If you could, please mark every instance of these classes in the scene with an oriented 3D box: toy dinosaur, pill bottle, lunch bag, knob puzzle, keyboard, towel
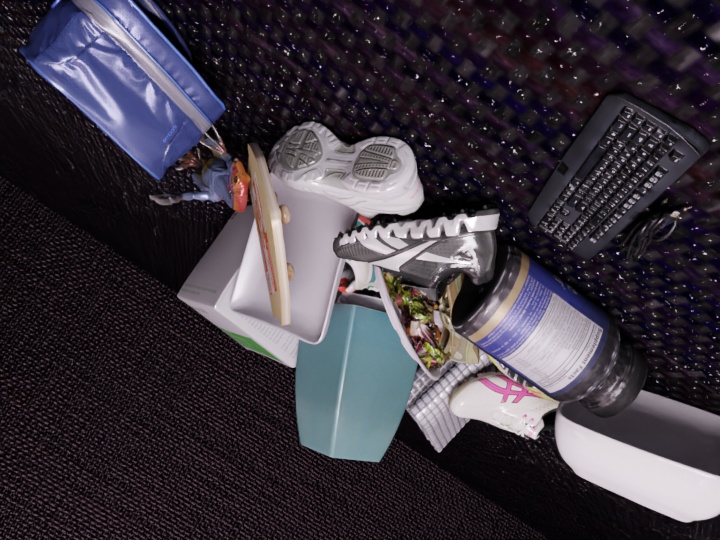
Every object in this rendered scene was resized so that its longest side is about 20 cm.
[{"bbox_3d":[-0.170,-0.130,0.772,0.181,0.106,0.198,41,-157,28],"label":"toy dinosaur"},{"bbox_3d":[0.205,0.070,0.656,0.198,0.113,0.112,34,163,-7],"label":"pill bottle"},{"bbox_3d":[-0.248,-0.216,0.643,0.135,0.133,0.200,37,172,46],"label":"lunch bag"},{"bbox_3d":[-0.091,-0.042,0.661,0.030,0.225,0.220,-10,169,-13],"label":"knob puzzle"},{"bbox_3d":[0.196,-0.049,0.475,0.103,0.040,0.201,30,163,10],"label":"keyboard"},{"bbox_3d":[0.145,0.190,0.987,0.085,0.165,0.201,42,171,30],"label":"towel"}]

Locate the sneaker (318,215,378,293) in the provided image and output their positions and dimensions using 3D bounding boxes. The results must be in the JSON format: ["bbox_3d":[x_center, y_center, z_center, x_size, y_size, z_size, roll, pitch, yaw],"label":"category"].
[{"bbox_3d":[0.000,0.000,0.851,0.069,0.094,0.200,18,157,37],"label":"sneaker"}]

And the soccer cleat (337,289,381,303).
[{"bbox_3d":[0.032,0.072,1.040,0.196,0.086,0.069,20,-153,-16],"label":"soccer cleat"}]

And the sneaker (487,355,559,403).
[{"bbox_3d":[0.232,0.129,0.834,0.199,0.079,0.090,38,168,-12],"label":"sneaker"}]

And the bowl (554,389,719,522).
[{"bbox_3d":[0.329,0.203,0.696,0.196,0.077,0.198,17,-164,32],"label":"bowl"}]

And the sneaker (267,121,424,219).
[{"bbox_3d":[-0.018,-0.097,0.658,0.197,0.079,0.100,22,164,34],"label":"sneaker"}]

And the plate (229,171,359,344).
[{"bbox_3d":[-0.080,-0.023,0.781,0.197,0.205,0.032,13,175,44],"label":"plate"}]

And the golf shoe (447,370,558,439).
[{"bbox_3d":[0.225,0.199,0.879,0.195,0.093,0.074,1,126,-14],"label":"golf shoe"}]

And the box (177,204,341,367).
[{"bbox_3d":[-0.154,0.017,0.986,0.171,0.202,0.197,43,161,-28],"label":"box"}]

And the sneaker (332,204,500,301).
[{"bbox_3d":[0.055,-0.012,0.638,0.196,0.093,0.066,-5,-174,32],"label":"sneaker"}]

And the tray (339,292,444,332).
[{"bbox_3d":[0.063,0.067,0.917,0.195,0.023,0.107,12,171,-3],"label":"tray"}]

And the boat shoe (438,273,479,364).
[{"bbox_3d":[0.126,0.067,0.813,0.061,0.075,0.202,-3,149,12],"label":"boat shoe"}]

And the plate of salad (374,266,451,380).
[{"bbox_3d":[0.068,0.038,0.762,0.202,0.047,0.201,60,-166,-26],"label":"plate of salad"}]

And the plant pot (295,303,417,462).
[{"bbox_3d":[-0.013,0.162,0.876,0.139,0.205,0.140,18,168,-34],"label":"plant pot"}]
